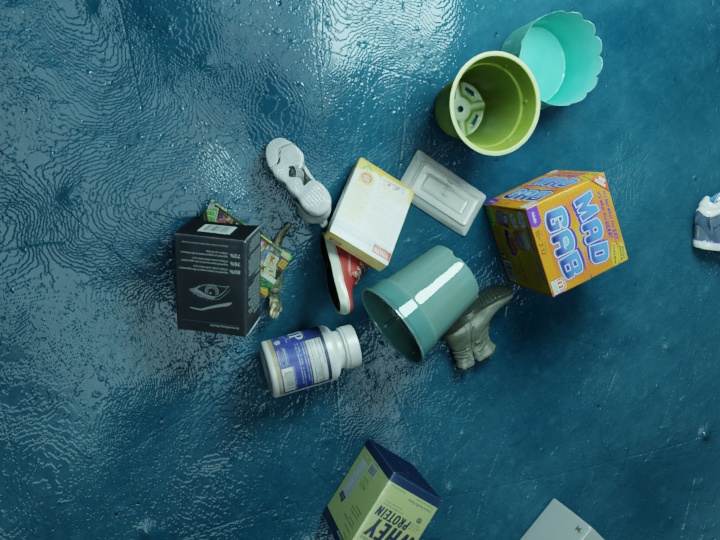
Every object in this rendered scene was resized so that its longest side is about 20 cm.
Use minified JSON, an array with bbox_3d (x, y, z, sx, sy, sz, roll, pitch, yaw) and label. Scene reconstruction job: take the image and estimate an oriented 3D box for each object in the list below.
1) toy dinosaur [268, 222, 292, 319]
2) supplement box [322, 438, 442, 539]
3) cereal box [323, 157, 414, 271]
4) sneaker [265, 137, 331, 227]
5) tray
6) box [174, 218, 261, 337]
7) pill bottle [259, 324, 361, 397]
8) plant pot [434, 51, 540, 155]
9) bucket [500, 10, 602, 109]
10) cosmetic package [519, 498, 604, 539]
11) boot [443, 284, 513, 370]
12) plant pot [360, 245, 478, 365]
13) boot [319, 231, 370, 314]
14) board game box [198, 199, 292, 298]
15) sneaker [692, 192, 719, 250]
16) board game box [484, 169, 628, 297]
[{"bbox_3d":[-0.196,-0.003,1.602,0.087,0.047,0.203,6,92,-21],"label":"toy dinosaur"},{"bbox_3d":[0.042,0.513,1.662,0.133,0.200,0.201,33,89,-17],"label":"supplement box"},{"bbox_3d":[0.021,-0.118,1.599,0.143,0.039,0.202,31,60,-14],"label":"cereal box"},{"bbox_3d":[-0.127,-0.174,1.582,0.075,0.115,0.201,-34,72,-9],"label":"sneaker"},{"bbox_3d":[0.183,-0.170,1.700,0.198,0.022,0.108,31,88,-18],"label":"tray"},{"bbox_3d":[-0.277,0.014,1.503,0.146,0.104,0.203,7,110,8],"label":"box"},{"bbox_3d":[-0.104,0.183,1.614,0.197,0.120,0.122,-14,102,-15],"label":"pill bottle"},{"bbox_3d":[0.241,-0.341,1.605,0.197,0.190,0.203,-2,98,-17],"label":"plant pot"},{"bbox_3d":[0.405,-0.451,1.667,0.204,0.135,0.211,-2,98,-15],"label":"bucket"},{"bbox_3d":[0.516,0.700,1.849,0.200,0.166,0.168,45,84,-18],"label":"cosmetic package"},{"bbox_3d":[0.280,0.131,1.757,0.199,0.068,0.132,-32,110,-2],"label":"boot"},{"bbox_3d":[0.137,0.063,1.640,0.195,0.200,0.202,-37,106,-16],"label":"plant pot"},{"bbox_3d":[0.000,0.000,1.592,0.142,0.202,0.073,-1,142,-15],"label":"boot"},{"bbox_3d":[-0.246,-0.042,1.552,0.199,0.023,0.105,35,105,-3],"label":"board game box"},{"bbox_3d":[0.919,-0.123,1.895,0.197,0.081,0.149,3,101,-11],"label":"sneaker"},{"bbox_3d":[0.426,-0.088,1.690,0.198,0.200,0.202,-24,105,-12],"label":"board game box"}]
